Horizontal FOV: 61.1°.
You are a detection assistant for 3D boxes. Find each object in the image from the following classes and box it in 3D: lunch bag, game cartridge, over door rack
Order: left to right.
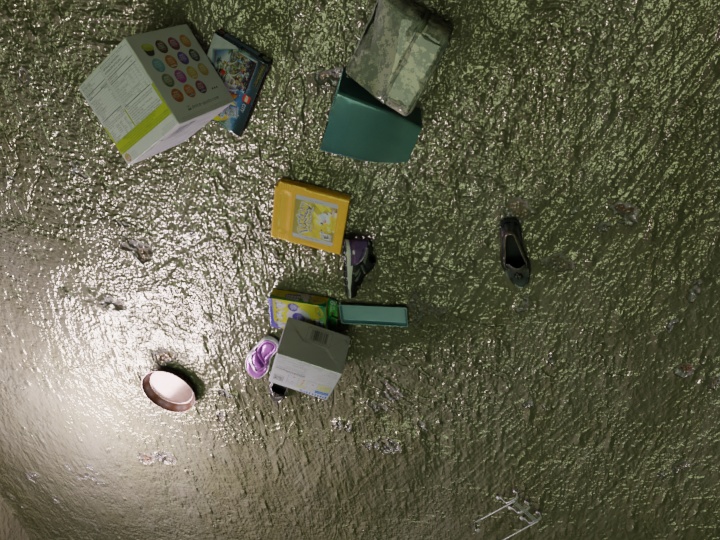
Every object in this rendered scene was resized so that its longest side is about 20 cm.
[{"bbox_3d":[-0.132,-0.140,1.590,0.197,0.033,0.178,13,127,3],"label":"game cartridge"},{"bbox_3d":[0.076,-0.449,1.247,0.166,0.140,0.201,27,126,-7],"label":"lunch bag"},{"bbox_3d":[0.507,0.860,2.120,0.148,0.067,0.200,42,103,-17],"label":"over door rack"}]

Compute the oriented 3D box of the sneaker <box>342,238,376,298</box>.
[{"bbox_3d":[0.000,0.000,1.634,0.086,0.076,0.202,-6,137,-7],"label":"sneaker"}]

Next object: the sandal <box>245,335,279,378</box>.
[{"bbox_3d":[-0.319,0.281,1.928,0.082,0.050,0.204,25,127,-5],"label":"sandal"}]

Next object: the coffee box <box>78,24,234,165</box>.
[{"bbox_3d":[-0.447,-0.390,1.348,0.199,0.200,0.199,-24,104,35],"label":"coffee box"}]

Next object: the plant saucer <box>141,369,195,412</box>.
[{"bbox_3d":[-0.660,0.412,2.117,0.197,0.035,0.202,7,127,10],"label":"plant saucer"}]

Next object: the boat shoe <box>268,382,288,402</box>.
[{"bbox_3d":[-0.262,0.370,1.973,0.066,0.057,0.201,21,127,-2],"label":"boat shoe"}]

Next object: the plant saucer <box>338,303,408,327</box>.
[{"bbox_3d":[0.038,0.126,1.748,0.197,0.019,0.071,1,125,12],"label":"plant saucer"}]

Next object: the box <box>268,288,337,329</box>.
[{"bbox_3d":[-0.165,0.125,1.780,0.197,0.049,0.119,7,128,7],"label":"box"}]

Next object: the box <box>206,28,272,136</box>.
[{"bbox_3d":[-0.302,-0.431,1.417,0.135,0.038,0.201,29,127,-7],"label":"box"}]

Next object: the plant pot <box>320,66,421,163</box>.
[{"bbox_3d":[0.029,-0.326,1.352,0.197,0.142,0.142,18,128,-9],"label":"plant pot"}]

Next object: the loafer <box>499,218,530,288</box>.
[{"bbox_3d":[0.381,-0.031,1.521,0.071,0.063,0.202,-9,123,20],"label":"loafer"}]

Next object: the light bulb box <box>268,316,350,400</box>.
[{"bbox_3d":[-0.152,0.262,1.789,0.196,0.126,0.201,19,145,-5],"label":"light bulb box"}]
